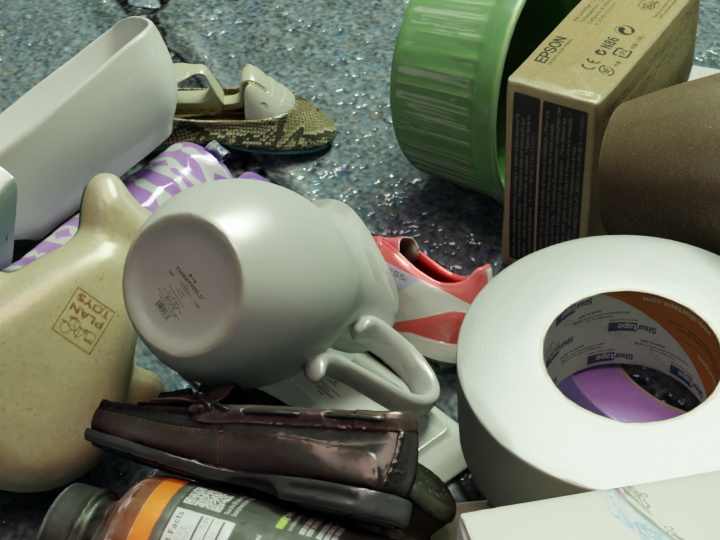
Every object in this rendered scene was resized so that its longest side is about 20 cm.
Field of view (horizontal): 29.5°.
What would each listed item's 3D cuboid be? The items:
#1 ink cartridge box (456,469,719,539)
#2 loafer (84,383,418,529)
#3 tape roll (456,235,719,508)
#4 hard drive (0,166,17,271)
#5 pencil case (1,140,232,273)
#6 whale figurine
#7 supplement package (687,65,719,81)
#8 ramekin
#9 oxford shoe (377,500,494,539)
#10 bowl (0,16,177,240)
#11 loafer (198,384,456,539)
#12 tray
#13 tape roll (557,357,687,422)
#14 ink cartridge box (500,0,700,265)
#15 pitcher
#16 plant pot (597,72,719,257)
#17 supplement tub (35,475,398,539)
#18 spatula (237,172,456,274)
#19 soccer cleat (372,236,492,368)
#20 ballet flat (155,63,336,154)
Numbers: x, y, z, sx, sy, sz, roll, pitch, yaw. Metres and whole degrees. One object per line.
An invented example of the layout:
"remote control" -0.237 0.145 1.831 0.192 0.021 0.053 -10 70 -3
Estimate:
"ink cartridge box" 0.154 0.202 0.670 0.198 0.148 0.145 -8 41 -10
"loafer" -0.058 0.092 0.759 0.199 0.072 0.063 11 78 23
"tape roll" 0.155 0.070 0.791 0.199 0.066 0.201 -2 44 2
"hard drive" -0.288 0.035 0.850 0.027 0.132 0.200 36 61 3
"pencil case" -0.167 -0.013 0.978 0.085 0.084 0.200 42 53 7
"whale figurine" -0.192 0.039 0.856 0.201 0.159 0.104 -60 22 -15
"supplement package" 0.327 -0.062 1.007 0.199 0.114 0.110 12 40 15
"ramekin" 0.106 -0.154 1.058 0.097 0.201 0.200 16 42 28
"oxford shoe" 0.105 0.155 0.796 0.198 0.058 0.075 0 44 3
"bowl" -0.217 -0.097 1.011 0.200 0.075 0.200 -39 19 -5
"loafer" -0.029 0.125 0.819 0.199 0.073 0.072 18 81 41
"tray" -0.021 0.084 0.905 0.107 0.022 0.200 -29 49 -32
"tape roll" 0.225 0.071 0.889 0.198 0.066 0.201 0 41 0
"ink cartridge box" 0.181 -0.111 1.024 0.075 0.166 0.200 19 43 24
"pitcher" -0.038 0.025 0.823 0.172 0.121 0.200 47 18 18
"plant pot" 0.260 -0.056 0.873 0.199 0.188 0.187 6 38 30
"supplement tub" -0.074 0.173 0.735 0.199 0.107 0.107 13 42 15
"spatula" -0.016 -0.025 1.034 0.199 0.021 0.057 21 43 22
"soccer cleat" 0.000 0.000 0.951 0.199 0.074 0.068 22 18 21
"ballet flat" -0.119 -0.134 1.120 0.198 0.076 0.068 0 39 0
